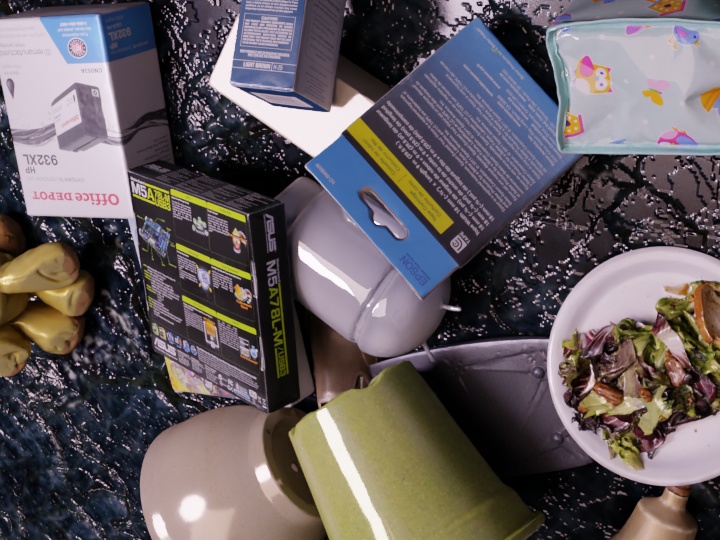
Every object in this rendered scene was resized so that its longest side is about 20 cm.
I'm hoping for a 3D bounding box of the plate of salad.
[{"bbox_3d":[0.252,0.081,0.998,0.198,0.048,0.203,0,91,21],"label":"plate of salad"}]

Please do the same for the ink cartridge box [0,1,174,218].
[{"bbox_3d":[-0.274,-0.159,1.193,0.144,0.084,0.202,3,111,27],"label":"ink cartridge box"}]

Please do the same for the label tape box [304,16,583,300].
[{"bbox_3d":[0.068,-0.086,0.975,0.144,0.200,0.063,48,165,3],"label":"label tape box"}]

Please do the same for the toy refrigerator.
[{"bbox_3d":[-0.031,-0.151,1.076,0.199,0.070,0.076,34,116,11],"label":"toy refrigerator"}]

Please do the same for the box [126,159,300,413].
[{"bbox_3d":[-0.137,0.011,1.105,0.199,0.047,0.195,20,120,45],"label":"box"}]

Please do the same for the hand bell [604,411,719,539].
[{"bbox_3d":[0.281,0.183,1.044,0.103,0.104,0.202,22,105,19],"label":"hand bell"}]

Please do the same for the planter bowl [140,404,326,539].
[{"bbox_3d":[-0.101,0.216,1.185,0.134,0.200,0.201,-34,91,28],"label":"planter bowl"}]

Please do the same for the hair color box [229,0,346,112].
[{"bbox_3d":[-0.051,-0.241,0.986,0.060,0.100,0.203,9,90,16],"label":"hair color box"}]

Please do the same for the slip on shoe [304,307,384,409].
[{"bbox_3d":[-0.017,0.112,1.174,0.075,0.061,0.202,-1,109,29],"label":"slip on shoe"}]

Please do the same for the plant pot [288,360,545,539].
[{"bbox_3d":[0.034,0.191,1.068,0.200,0.200,0.185,-36,79,34],"label":"plant pot"}]

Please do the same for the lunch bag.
[{"bbox_3d":[0.251,-0.161,0.857,0.198,0.170,0.123,0,117,28],"label":"lunch bag"}]

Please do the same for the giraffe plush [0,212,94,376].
[{"bbox_3d":[-0.409,0.005,1.303,0.162,0.198,0.174,50,133,37],"label":"giraffe plush"}]

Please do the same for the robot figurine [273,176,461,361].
[{"bbox_3d":[0.000,0.000,1.078,0.199,0.113,0.170,37,146,13],"label":"robot figurine"}]

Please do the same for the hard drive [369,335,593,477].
[{"bbox_3d":[0.115,0.127,1.120,0.198,0.042,0.136,-11,104,32],"label":"hard drive"}]

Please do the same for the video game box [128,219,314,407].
[{"bbox_3d":[-0.142,0.031,1.199,0.181,0.047,0.202,1,110,40],"label":"video game box"}]
